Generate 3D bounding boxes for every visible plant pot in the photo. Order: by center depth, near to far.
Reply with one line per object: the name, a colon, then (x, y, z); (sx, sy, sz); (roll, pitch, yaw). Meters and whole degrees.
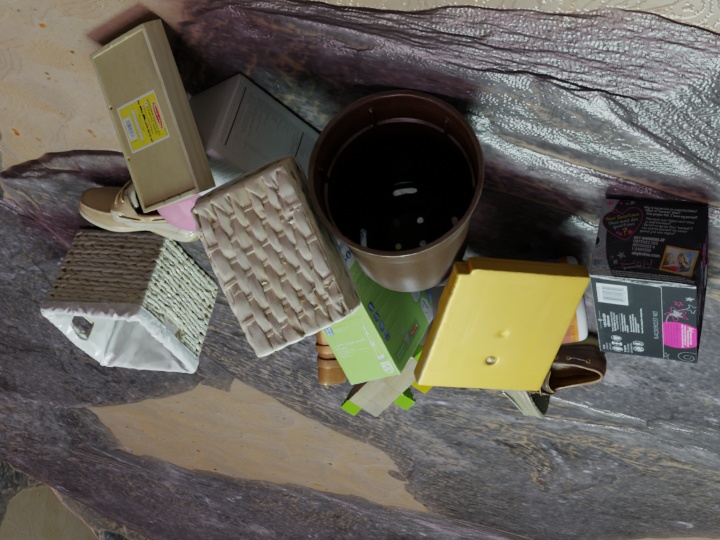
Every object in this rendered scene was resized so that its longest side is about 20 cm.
plant pot: (0.049, -0.076, 1.493); (0.197, 0.203, 0.199); (11, 161, 11)

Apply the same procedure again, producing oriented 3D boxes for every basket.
basket: (-0.097, -0.015, 1.425); (0.134, 0.202, 0.123); (-25, -176, 4)
basket: (-0.359, 0.048, 2.008); (0.197, 0.163, 0.199); (3, 152, 27)

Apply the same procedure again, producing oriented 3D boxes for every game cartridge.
game cartridge: (0.174, 0.068, 1.577); (0.174, 0.033, 0.202); (4, 129, -17)

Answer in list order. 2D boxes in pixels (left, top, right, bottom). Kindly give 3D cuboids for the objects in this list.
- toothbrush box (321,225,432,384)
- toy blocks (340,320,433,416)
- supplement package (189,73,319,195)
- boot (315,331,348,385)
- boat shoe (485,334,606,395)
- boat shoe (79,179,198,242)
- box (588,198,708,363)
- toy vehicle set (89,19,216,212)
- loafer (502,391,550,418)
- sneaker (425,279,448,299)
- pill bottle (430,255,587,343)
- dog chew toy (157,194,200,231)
toothbrush box: (0.002, 0.022, 1.660); (0.085, 0.146, 0.202); (-13, 116, 32)
toy blocks: (0.056, 0.118, 1.864); (0.099, 0.138, 0.200); (31, 135, -11)
supplement package: (-0.122, -0.129, 1.562); (0.199, 0.115, 0.109); (35, 149, -32)
boot: (-0.050, 0.086, 1.828); (0.076, 0.158, 0.199); (17, -172, 27)
boat shoe: (0.266, 0.147, 1.868); (0.197, 0.068, 0.073); (-10, 130, 10)
boat shoe: (-0.314, -0.097, 1.807); (0.197, 0.074, 0.070); (9, 142, 13)
box: (0.357, 0.013, 1.557); (0.130, 0.116, 0.201); (7, 151, 19)
toy vehicle set: (-0.245, -0.178, 1.487); (0.123, 0.026, 0.203); (-12, 98, 47)
loafer: (0.238, 0.161, 1.984); (0.068, 0.076, 0.201); (-3, 139, 37)
sneaker: (0.186, 0.057, 1.790); (0.198, 0.081, 0.115); (27, 155, -18)
pill bottle: (0.195, 0.050, 1.669); (0.197, 0.114, 0.113); (-9, 151, 6)
dog chew toy: (-0.175, -0.088, 1.657); (0.199, 0.126, 0.124); (33, 150, -24)
